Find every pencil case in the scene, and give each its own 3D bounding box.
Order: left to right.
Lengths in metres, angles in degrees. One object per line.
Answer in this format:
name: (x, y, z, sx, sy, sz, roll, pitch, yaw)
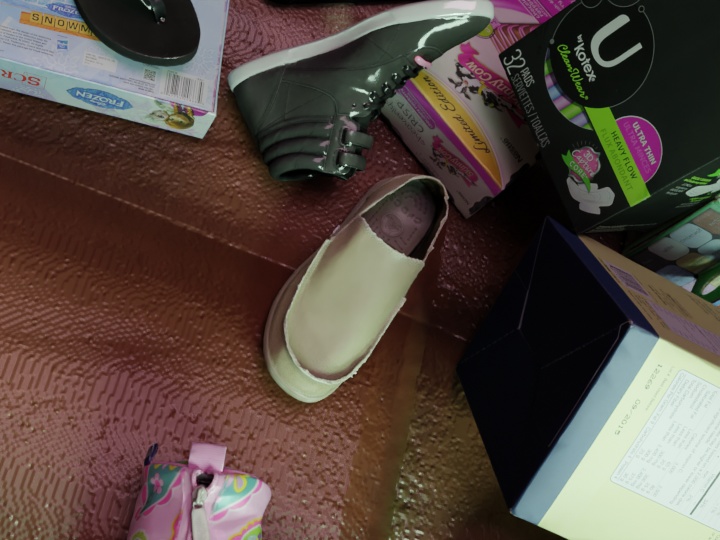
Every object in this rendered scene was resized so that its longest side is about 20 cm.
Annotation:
pencil case: (-0.105, 0.203, 0.605, 0.087, 0.087, 0.202, 19, 65, -17)

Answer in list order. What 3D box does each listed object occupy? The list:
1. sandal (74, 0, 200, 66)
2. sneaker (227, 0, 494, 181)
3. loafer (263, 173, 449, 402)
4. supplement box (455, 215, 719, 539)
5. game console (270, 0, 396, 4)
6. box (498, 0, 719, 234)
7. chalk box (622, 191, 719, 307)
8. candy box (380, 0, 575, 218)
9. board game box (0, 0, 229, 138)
sandal: (-0.168, -0.227, 0.722, 0.075, 0.045, 0.201, -21, 80, -30)
sneaker: (0.009, -0.121, 0.758, 0.198, 0.071, 0.100, -17, 85, 15)
loafer: (0.000, 0.000, 0.744, 0.075, 0.068, 0.201, 35, 60, -8)
supplement box: (0.193, 0.092, 0.702, 0.199, 0.135, 0.200, 26, 16, -13)
game console: (0.007, -0.317, 0.847, 0.199, 0.116, 0.177, -9, 74, -27)
box: (0.226, -0.133, 0.736, 0.124, 0.199, 0.150, -5, 69, -53)
chalk box: (0.307, -0.051, 0.875, 0.123, 0.124, 0.201, 26, 62, -13)
candy box: (0.116, -0.154, 0.864, 0.200, 0.061, 0.137, -41, 90, -31)
board game box: (-0.190, -0.211, 0.756, 0.198, 0.041, 0.201, 13, 65, -19)
